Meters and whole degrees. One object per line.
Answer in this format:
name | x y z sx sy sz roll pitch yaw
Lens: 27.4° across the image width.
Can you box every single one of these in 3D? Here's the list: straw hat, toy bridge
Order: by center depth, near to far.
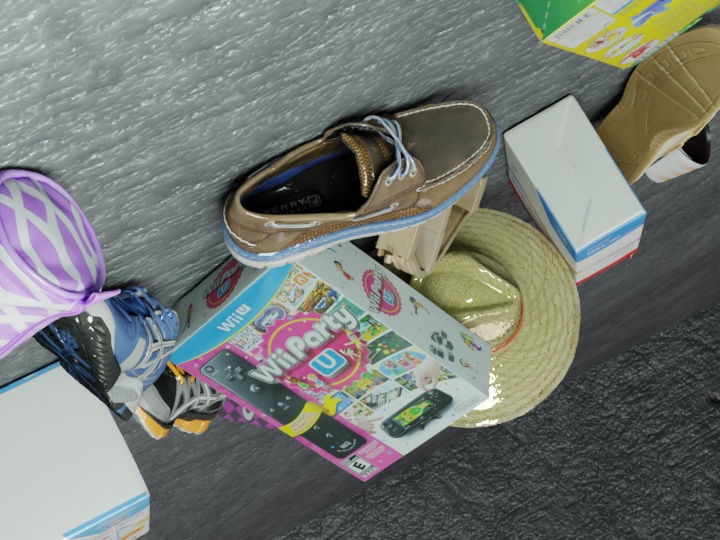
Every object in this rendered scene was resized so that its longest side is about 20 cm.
toy bridge | 0.050 -0.030 1.115 0.200 0.027 0.068 -35 144 -66
straw hat | 0.082 0.025 1.187 0.200 0.202 0.085 -28 165 -6

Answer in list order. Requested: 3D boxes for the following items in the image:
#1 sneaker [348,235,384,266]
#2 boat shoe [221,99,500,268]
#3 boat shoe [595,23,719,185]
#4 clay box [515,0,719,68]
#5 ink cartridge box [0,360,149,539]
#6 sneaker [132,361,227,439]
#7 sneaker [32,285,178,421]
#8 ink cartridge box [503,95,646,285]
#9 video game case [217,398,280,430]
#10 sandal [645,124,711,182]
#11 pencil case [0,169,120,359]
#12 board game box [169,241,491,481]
sneaker | 0.000 0.000 1.137 0.070 0.090 0.200 -22 165 -31
boat shoe | 0.006 -0.061 0.955 0.199 0.073 0.072 -27 166 -12
boat shoe | 0.260 -0.146 1.228 0.069 0.074 0.200 -37 174 -35
clay box | 0.180 -0.183 0.927 0.115 0.048 0.200 -35 168 22
ink cartridge box | -0.246 0.169 1.163 0.128 0.126 0.200 -26 167 -15
sneaker | -0.150 0.083 1.192 0.077 0.078 0.200 -45 169 6
sneaker | -0.169 0.038 0.992 0.077 0.076 0.200 -50 172 -13
ink cartridge box | 0.180 -0.059 1.253 0.067 0.117 0.200 -30 167 1
video game case | -0.037 0.113 1.372 0.199 0.036 0.181 8 -169 34
sandal | 0.317 -0.130 1.416 0.079 0.059 0.207 -16 161 -47
pencil case | -0.220 0.031 0.776 0.200 0.086 0.084 -37 167 27
board game box | -0.023 0.059 1.104 0.147 0.200 0.065 -39 -152 33
